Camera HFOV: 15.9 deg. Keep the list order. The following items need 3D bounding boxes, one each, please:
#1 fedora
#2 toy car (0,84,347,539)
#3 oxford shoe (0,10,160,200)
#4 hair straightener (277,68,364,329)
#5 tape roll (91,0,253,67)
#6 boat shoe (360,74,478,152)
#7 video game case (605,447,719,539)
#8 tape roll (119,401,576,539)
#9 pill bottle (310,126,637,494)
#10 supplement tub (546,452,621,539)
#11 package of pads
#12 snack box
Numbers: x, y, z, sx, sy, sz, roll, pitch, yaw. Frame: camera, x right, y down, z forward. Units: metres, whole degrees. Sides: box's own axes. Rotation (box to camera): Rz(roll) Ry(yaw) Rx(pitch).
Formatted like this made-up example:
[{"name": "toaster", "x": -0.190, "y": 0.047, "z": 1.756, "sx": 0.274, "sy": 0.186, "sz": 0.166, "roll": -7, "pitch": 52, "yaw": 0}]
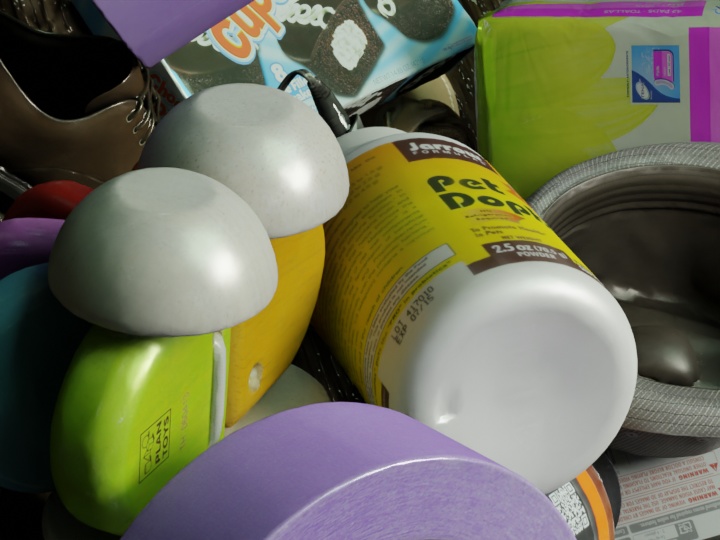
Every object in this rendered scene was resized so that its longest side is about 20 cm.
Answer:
[{"name": "fedora", "x": 0.157, "y": 0.027, "z": 1.233, "sx": 0.199, "sy": 0.090, "sz": 0.177, "roll": -4, "pitch": 51, "yaw": -8}, {"name": "toy car", "x": -0.094, "y": 0.023, "z": 1.015, "sx": 0.149, "sy": 0.176, "sz": 0.200, "roll": 13, "pitch": 30, "yaw": 14}, {"name": "oxford shoe", "x": -0.111, "y": -0.055, "z": 1.141, "sx": 0.200, "sy": 0.084, "sz": 0.073, "roll": 26, "pitch": 38, "yaw": -40}, {"name": "hair straightener", "x": 0.000, "y": 0.000, "z": 1.238, "sx": 0.077, "sy": 0.041, "sz": 0.201, "roll": -29, "pitch": 102, "yaw": -27}, {"name": "tape roll", "x": -0.108, "y": -0.192, "z": 1.088, "sx": 0.200, "sy": 0.085, "sz": 0.200, "roll": 58, "pitch": 1, "yaw": -2}, {"name": "boat shoe", "x": 0.035, "y": -0.053, "z": 1.357, "sx": 0.071, "sy": 0.064, "sz": 0.200, "roll": 37, "pitch": 34, "yaw": -24}, {"name": "video game case", "x": 0.166, "y": 0.143, "z": 1.240, "sx": 0.023, "sy": 0.199, "sz": 0.182, "roll": 86, "pitch": -12, "yaw": -59}, {"name": "tape roll", "x": -0.008, "y": 0.153, "z": 0.953, "sx": 0.200, "sy": 0.201, "sz": 0.066, "roll": 22, "pitch": 2, "yaw": -41}, {"name": "pill bottle", "x": 0.035, "y": 0.010, "z": 1.125, "sx": 0.109, "sy": 0.109, "sz": 0.200, "roll": 32, "pitch": 10, "yaw": -31}, {"name": "supplement tub", "x": 0.045, "y": 0.127, "z": 1.138, "sx": 0.107, "sy": 0.107, "sz": 0.200, "roll": 56, "pitch": 31, "yaw": 6}, {"name": "package of pads", "x": 0.135, "y": -0.040, "z": 1.320, "sx": 0.068, "sy": 0.154, "sz": 0.201, "roll": -46, "pitch": 134, "yaw": -67}, {"name": "snack box", "x": -0.039, "y": -0.127, "z": 1.307, "sx": 0.200, "sy": 0.037, "sz": 0.116, "roll": -29, "pitch": 82, "yaw": -42}]
